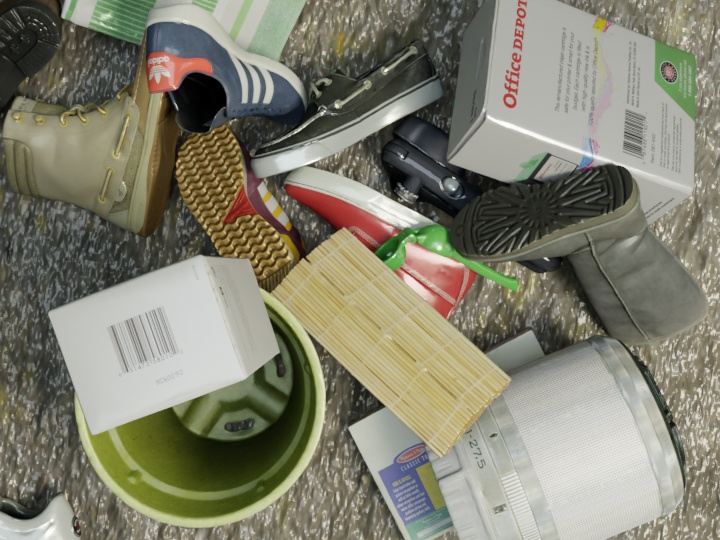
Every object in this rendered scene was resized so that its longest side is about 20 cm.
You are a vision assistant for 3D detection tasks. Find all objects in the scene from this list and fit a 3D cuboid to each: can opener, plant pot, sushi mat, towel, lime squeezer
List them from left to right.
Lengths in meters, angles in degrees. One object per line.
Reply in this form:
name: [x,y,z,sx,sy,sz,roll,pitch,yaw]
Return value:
towel: [-0.148,-0.251,0.928,0.198,0.024,0.153,17,126,-19]
plant pot: [-0.126,0.101,0.918,0.198,0.184,0.203,0,90,0]
sushi mat: [0.024,0.055,0.870,0.200,0.012,0.096,42,66,15]
lime squeezer: [0.043,-0.006,0.934,0.198,0.038,0.071,-8,130,-9]
can opener: [0.103,-0.061,0.972,0.199,0.063,0.079,38,91,0]

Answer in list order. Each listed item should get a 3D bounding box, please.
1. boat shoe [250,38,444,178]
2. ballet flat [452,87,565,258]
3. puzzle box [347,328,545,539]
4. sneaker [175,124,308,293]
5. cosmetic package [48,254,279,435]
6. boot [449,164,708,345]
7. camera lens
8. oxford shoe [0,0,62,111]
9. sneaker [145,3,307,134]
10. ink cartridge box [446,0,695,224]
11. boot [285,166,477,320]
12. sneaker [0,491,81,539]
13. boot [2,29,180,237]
boat shoe: [-0.019,-0.147,0.953,0.199,0.071,0.064,-30,105,-18]
ballet flat: [0.166,-0.103,0.975,0.071,0.071,0.201,-38,92,1]
puzzle box: [0.103,0.159,0.995,0.199,0.025,0.134,-27,91,1]
sneaker: [-0.105,-0.045,0.975,0.075,0.090,0.201,-31,64,8]
cosmetic package: [-0.125,0.043,0.725,0.107,0.200,0.086,-21,89,3]
boot: [0.196,-0.001,0.932,0.180,0.200,0.073,-9,58,28]
camera lens: [0.164,0.158,0.902,0.198,0.160,0.161,-22,91,1]
oxford shoe: [-0.349,-0.192,0.977,0.199,0.085,0.073,-28,126,17]
sneaker: [-0.117,-0.150,0.913,0.074,0.199,0.085,-4,74,33]
ink cartridge box: [0.184,-0.141,0.912,0.198,0.084,0.146,17,63,-14]
boot: [0.000,0.000,0.973,0.199,0.072,0.145,27,93,-3]
sneaker: [-0.362,0.252,0.982,0.198,0.074,0.089,-10,91,-9]
boot: [-0.241,-0.143,0.952,0.154,0.073,0.202,17,115,6]
